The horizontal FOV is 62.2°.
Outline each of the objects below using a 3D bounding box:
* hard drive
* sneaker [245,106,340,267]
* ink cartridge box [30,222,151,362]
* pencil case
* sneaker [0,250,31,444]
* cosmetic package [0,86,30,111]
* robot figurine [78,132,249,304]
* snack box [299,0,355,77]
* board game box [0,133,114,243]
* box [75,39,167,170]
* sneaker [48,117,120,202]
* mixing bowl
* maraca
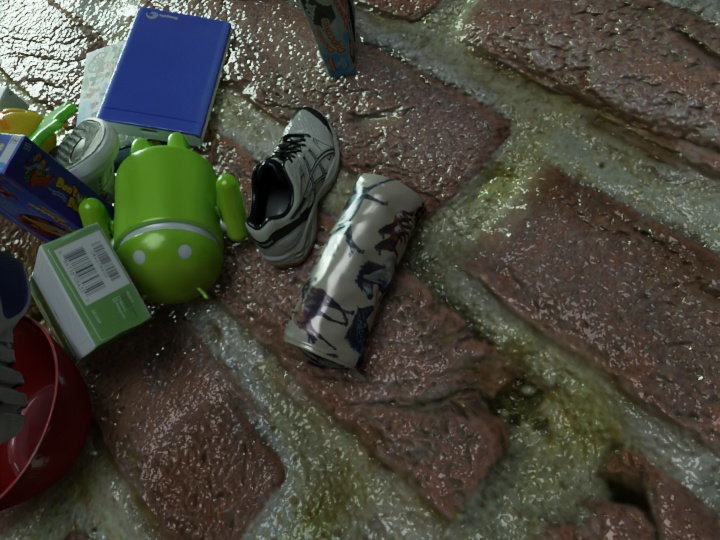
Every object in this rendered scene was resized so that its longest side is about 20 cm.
[{"bbox_3d":[-0.254,-0.261,0.791,0.129,0.025,0.204,8,62,-4],"label":"hard drive"},{"bbox_3d":[-0.074,-0.109,0.657,0.074,0.088,0.204,-2,64,20],"label":"sneaker"},{"bbox_3d":[-0.291,0.033,0.629,0.059,0.199,0.105,-31,94,-34],"label":"ink cartridge box"},{"bbox_3d":[0.000,0.000,0.587,0.077,0.089,0.203,3,64,51],"label":"pencil case"},{"bbox_3d":[-0.385,0.076,0.560,0.113,0.081,0.203,-19,63,7],"label":"sneaker"},{"bbox_3d":[-0.622,-0.202,0.914,0.196,0.052,0.153,5,66,22],"label":"cosmetic package"},{"bbox_3d":[-0.212,-0.053,0.662,0.172,0.116,0.203,-9,62,-5],"label":"robot figurine"},{"bbox_3d":[-0.046,-0.338,0.688,0.036,0.201,0.118,-6,64,12],"label":"snack box"},{"bbox_3d":[-0.359,-0.078,0.677,0.132,0.200,0.046,10,68,22],"label":"board game box"},{"bbox_3d":[-0.325,-0.237,0.833,0.134,0.038,0.204,-14,62,13],"label":"box"},{"bbox_3d":[-0.320,-0.127,0.727,0.198,0.084,0.074,-4,65,47],"label":"sneaker"},{"bbox_3d":[-0.360,0.158,0.621,0.196,0.109,0.204,-7,64,15],"label":"mixing bowl"},{"bbox_3d":[-0.459,-0.165,0.799,0.197,0.107,0.139,-22,40,21],"label":"maraca"}]
